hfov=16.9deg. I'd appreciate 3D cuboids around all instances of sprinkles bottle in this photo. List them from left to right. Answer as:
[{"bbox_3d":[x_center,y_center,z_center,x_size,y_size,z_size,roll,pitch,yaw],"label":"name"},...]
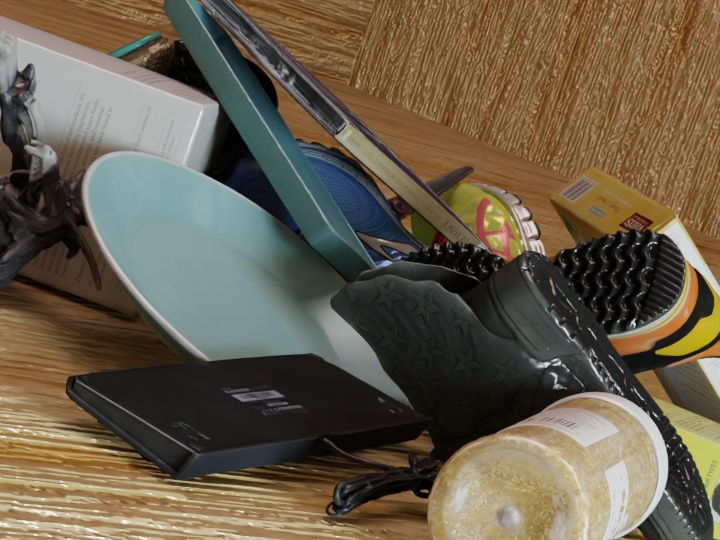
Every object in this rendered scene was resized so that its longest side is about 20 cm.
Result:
[{"bbox_3d":[0.084,0.093,1.035,0.068,0.069,0.200,21,8,15],"label":"sprinkles bottle"}]

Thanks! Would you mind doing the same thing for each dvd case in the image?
[{"bbox_3d":[-0.009,-0.084,1.412,0.149,0.016,0.200,46,5,33],"label":"dvd case"}]

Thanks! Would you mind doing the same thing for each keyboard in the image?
[{"bbox_3d":[-0.028,0.073,1.043,0.127,0.021,0.200,28,15,27],"label":"keyboard"}]

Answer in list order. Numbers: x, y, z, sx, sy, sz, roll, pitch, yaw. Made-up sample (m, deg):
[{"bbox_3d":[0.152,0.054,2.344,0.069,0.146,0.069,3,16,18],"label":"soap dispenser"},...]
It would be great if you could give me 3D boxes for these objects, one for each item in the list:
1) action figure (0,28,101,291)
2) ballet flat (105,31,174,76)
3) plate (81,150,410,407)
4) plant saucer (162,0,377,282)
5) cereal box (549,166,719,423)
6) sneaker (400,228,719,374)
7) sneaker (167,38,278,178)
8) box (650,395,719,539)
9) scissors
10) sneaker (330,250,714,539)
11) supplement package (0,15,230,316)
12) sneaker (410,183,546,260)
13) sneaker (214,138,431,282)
[{"bbox_3d":[-0.210,-0.057,1.207,0.199,0.102,0.119,18,41,11],"label":"action figure"},{"bbox_3d":[-0.172,-0.087,1.450,0.199,0.066,0.070,-17,5,46],"label":"ballet flat"},{"bbox_3d":[-0.060,0.017,1.189,0.200,0.026,0.200,35,20,-15],"label":"plate"},{"bbox_3d":[-0.051,-0.074,1.315,0.200,0.019,0.070,59,8,32],"label":"plant saucer"},{"bbox_3d":[0.192,0.041,1.398,0.200,0.039,0.144,56,-5,-20],"label":"cereal box"},{"bbox_3d":[0.098,0.031,1.254,0.199,0.070,0.090,-6,-31,38],"label":"sneaker"},{"bbox_3d":[-0.096,-0.095,1.480,0.085,0.079,0.200,-3,-3,-26],"label":"sneaker"},{"bbox_3d":[0.191,0.111,1.263,0.199,0.050,0.075,21,7,19],"label":"box"},{"bbox_3d":[0.016,-0.028,1.497,0.199,0.014,0.073,-7,67,-47],"label":"scissors"},{"bbox_3d":[0.079,0.069,1.174,0.200,0.104,0.060,56,24,-1],"label":"sneaker"},{"bbox_3d":[-0.186,-0.070,1.321,0.199,0.122,0.120,21,7,3],"label":"supplement package"},{"bbox_3d":[0.070,0.006,1.520,0.090,0.078,0.200,0,32,-28],"label":"sneaker"},{"bbox_3d":[0.000,0.000,1.376,0.200,0.079,0.089,34,23,-21],"label":"sneaker"}]
